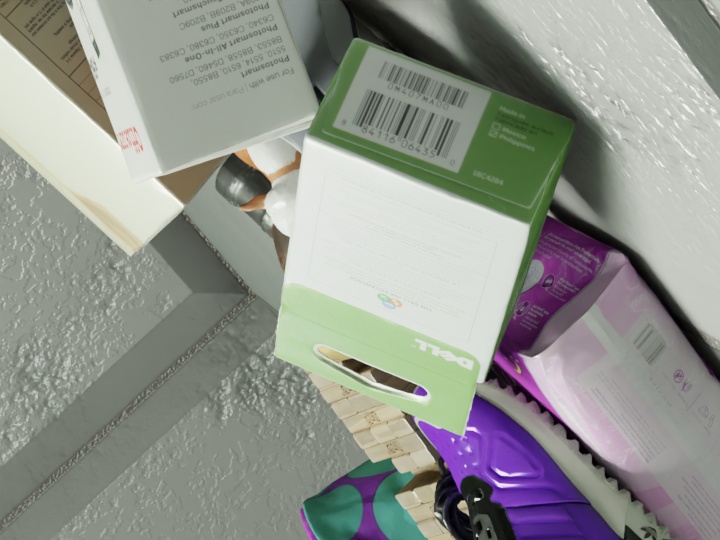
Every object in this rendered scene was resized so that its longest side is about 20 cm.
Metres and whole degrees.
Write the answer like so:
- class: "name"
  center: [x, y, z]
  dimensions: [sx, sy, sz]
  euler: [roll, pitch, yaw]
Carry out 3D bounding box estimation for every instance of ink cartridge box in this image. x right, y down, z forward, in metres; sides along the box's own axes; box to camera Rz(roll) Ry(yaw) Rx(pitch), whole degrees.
- class: "ink cartridge box"
  center: [-0.098, -0.146, 1.255]
  dimensions: [0.146, 0.084, 0.201]
  euler: [-179, 69, -81]
- class: "ink cartridge box"
  center: [0.024, -0.011, 1.212]
  dimensions: [0.103, 0.059, 0.200]
  euler: [22, 150, 6]

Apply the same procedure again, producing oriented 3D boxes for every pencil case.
- class: "pencil case"
  center: [0.069, 0.120, 1.532]
  dimensions: [0.093, 0.200, 0.085]
  euler: [56, 178, 45]

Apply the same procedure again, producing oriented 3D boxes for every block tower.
- class: "block tower"
  center: [0.042, 0.092, 1.444]
  dimensions: [0.200, 0.054, 0.058]
  euler: [55, 146, -9]

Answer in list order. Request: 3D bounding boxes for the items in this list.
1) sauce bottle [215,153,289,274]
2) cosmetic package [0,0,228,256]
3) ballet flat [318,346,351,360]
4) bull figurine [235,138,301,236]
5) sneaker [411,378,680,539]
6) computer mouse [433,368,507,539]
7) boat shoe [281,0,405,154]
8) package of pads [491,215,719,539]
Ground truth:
- class: "sauce bottle"
  center: [0.000, 0.000, 1.521]
  dimensions: [0.200, 0.065, 0.065]
  euler: [44, 173, 19]
- class: "cosmetic package"
  center: [-0.162, -0.117, 1.522]
  dimensions: [0.200, 0.105, 0.071]
  euler: [44, 138, -6]
- class: "ballet flat"
  center: [0.014, -0.006, 1.376]
  dimensions: [0.069, 0.063, 0.200]
  euler: [69, -158, -10]
- class: "bull figurine"
  center: [-0.048, -0.090, 1.455]
  dimensions: [0.200, 0.065, 0.121]
  euler: [50, -154, 22]
- class: "sneaker"
  center: [0.081, 0.135, 1.292]
  dimensions: [0.200, 0.100, 0.070]
  euler: [42, 167, 21]
- class: "computer mouse"
  center: [0.095, 0.067, 1.423]
  dimensions: [0.138, 0.053, 0.201]
  euler: [29, -136, -37]
- class: "boat shoe"
  center: [0.003, -0.082, 1.341]
  dimensions: [0.070, 0.071, 0.200]
  euler: [21, -165, -26]
- class: "package of pads"
  center: [0.135, 0.069, 1.330]
  dimensions: [0.200, 0.076, 0.120]
  euler: [51, 171, -27]
